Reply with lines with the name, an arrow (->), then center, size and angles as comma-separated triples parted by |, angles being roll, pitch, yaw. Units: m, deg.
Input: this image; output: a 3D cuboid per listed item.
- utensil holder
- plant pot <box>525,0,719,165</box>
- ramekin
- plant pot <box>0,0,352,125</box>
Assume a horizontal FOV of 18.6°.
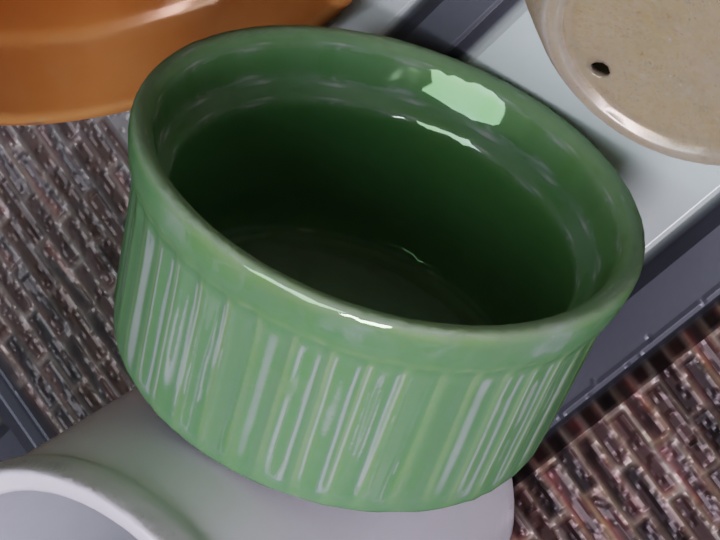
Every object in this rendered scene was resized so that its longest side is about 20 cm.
utensil holder -> -0.051, 0.117, 0.889 | 0.169, 0.200, 0.171 | 16, 119, 30
plant pot -> 0.126, -0.114, 0.712 | 0.199, 0.135, 0.201 | 20, 145, 14
ramekin -> 0.000, 0.000, 0.843 | 0.199, 0.200, 0.098 | 32, 126, 20
plant pot -> -0.106, -0.163, 0.873 | 0.199, 0.199, 0.141 | -29, 72, 34
